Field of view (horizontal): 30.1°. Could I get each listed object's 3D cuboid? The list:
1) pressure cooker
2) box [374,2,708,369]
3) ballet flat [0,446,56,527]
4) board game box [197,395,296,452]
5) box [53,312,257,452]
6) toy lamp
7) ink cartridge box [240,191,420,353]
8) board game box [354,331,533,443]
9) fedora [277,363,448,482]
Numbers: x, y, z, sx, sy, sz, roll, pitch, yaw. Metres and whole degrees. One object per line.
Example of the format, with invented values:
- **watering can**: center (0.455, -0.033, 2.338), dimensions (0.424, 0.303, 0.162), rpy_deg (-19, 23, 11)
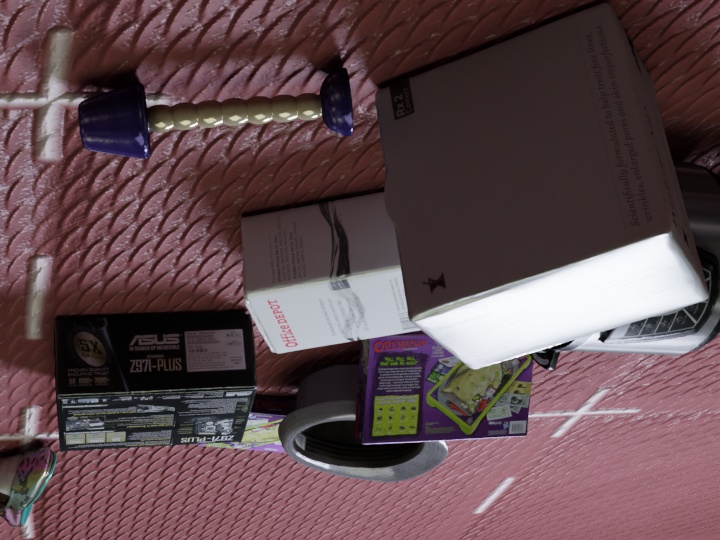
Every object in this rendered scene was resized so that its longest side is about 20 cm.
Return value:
- **pressure cooker**: center (0.204, -0.013, 1.151), dimensions (0.199, 0.177, 0.179), rpy_deg (4, 154, -21)
- **box**: center (0.133, -0.058, 1.009), dimensions (0.199, 0.200, 0.131), rpy_deg (-19, 152, 20)
- **ballet flat**: center (-0.434, 0.268, 1.678), dimensions (0.071, 0.069, 0.200), rpy_deg (21, 147, -13)
- **board game box**: center (-0.088, 0.193, 1.653), dimensions (0.199, 0.032, 0.120), rpy_deg (9, 145, -29)
- **box**: center (-0.215, 0.118, 1.397), dimensions (0.199, 0.086, 0.164), rpy_deg (-2, 153, -11)
- **toy lamp**: center (-0.106, -0.116, 0.990), dimensions (0.199, 0.058, 0.058), rpy_deg (-7, 154, -4)
- **ink cartridge box**: center (0.000, 0.000, 1.222), dimensions (0.199, 0.084, 0.145), rpy_deg (-9, 154, 4)
- **board game box**: center (0.093, 0.124, 1.459), dimensions (0.199, 0.121, 0.032), rpy_deg (1, -165, -22)
- **fedora**: center (0.001, 0.168, 1.555), dimensions (0.199, 0.091, 0.177), rpy_deg (15, 145, -23)
